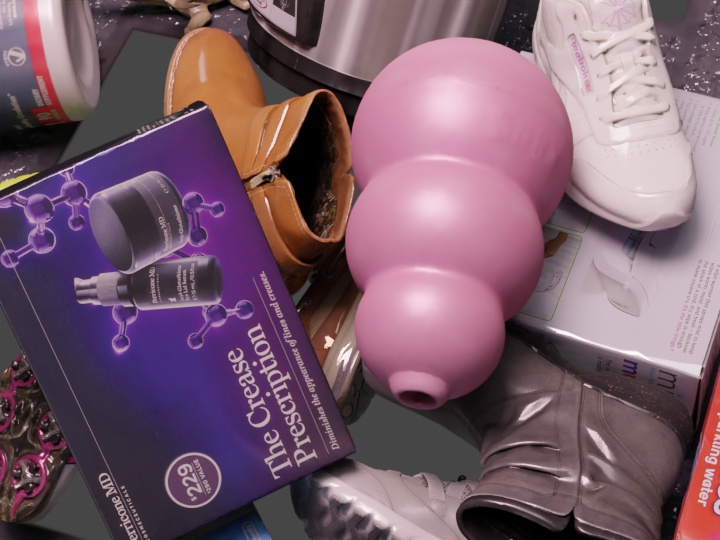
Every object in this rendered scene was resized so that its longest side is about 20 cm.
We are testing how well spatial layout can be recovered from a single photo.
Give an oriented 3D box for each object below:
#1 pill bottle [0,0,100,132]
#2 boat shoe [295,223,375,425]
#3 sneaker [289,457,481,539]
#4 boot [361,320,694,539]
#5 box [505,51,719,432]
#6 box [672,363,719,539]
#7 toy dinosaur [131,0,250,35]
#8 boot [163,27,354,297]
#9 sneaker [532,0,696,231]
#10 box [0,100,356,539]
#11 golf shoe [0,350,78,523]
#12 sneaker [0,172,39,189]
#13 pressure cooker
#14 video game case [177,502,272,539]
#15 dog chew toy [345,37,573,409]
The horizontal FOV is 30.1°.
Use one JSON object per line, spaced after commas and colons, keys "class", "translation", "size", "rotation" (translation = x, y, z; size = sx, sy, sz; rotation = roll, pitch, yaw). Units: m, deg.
{"class": "pill bottle", "translation": [-0.296, -0.154, 0.960], "size": [0.197, 0.120, 0.121], "rotation": [-8, 54, 2]}
{"class": "boat shoe", "translation": [0.000, 0.000, 0.845], "size": [0.071, 0.076, 0.201], "rotation": [16, 57, 20]}
{"class": "sneaker", "translation": [0.055, 0.146, 0.747], "size": [0.198, 0.075, 0.082], "rotation": [23, 49, 11]}
{"class": "boot", "translation": [0.074, 0.091, 0.708], "size": [0.198, 0.071, 0.132], "rotation": [14, 34, 19]}
{"class": "box", "translation": [0.148, -0.018, 0.824], "size": [0.174, 0.097, 0.201], "rotation": [16, 58, 17]}
{"class": "box", "translation": [0.221, 0.131, 0.710], "size": [0.099, 0.096, 0.201], "rotation": [16, 58, 16]}
{"class": "toy dinosaur", "translation": [-0.133, -0.214, 1.033], "size": [0.197, 0.059, 0.101], "rotation": [-14, 39, -13]}
{"class": "boot", "translation": [-0.062, -0.081, 0.816], "size": [0.076, 0.155, 0.203], "rotation": [4, 72, -24]}
{"class": "sneaker", "translation": [0.140, -0.112, 0.773], "size": [0.074, 0.100, 0.202], "rotation": [-12, 54, -4]}
{"class": "box", "translation": [-0.106, 0.030, 0.720], "size": [0.140, 0.202, 0.079], "rotation": [-24, 12, -4]}
{"class": "golf shoe", "translation": [-0.163, 0.061, 0.814], "size": [0.072, 0.092, 0.202], "rotation": [9, 71, 28]}
{"class": "sneaker", "translation": [-0.168, -0.034, 0.901], "size": [0.198, 0.074, 0.084], "rotation": [-20, 81, -12]}
{"class": "pressure cooker", "translation": [0.016, -0.185, 0.900], "size": [0.177, 0.202, 0.176], "rotation": [25, 29, 11]}
{"class": "video game case", "translation": [-0.103, 0.227, 0.694], "size": [0.180, 0.046, 0.200], "rotation": [-27, 46, -11]}
{"class": "dog chew toy", "translation": [0.047, -0.023, 0.714], "size": [0.123, 0.125, 0.202], "rotation": [6, 61, 11]}
